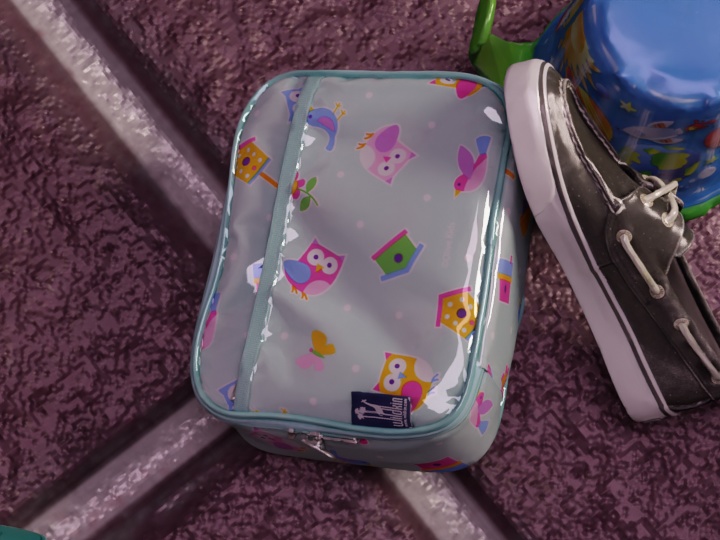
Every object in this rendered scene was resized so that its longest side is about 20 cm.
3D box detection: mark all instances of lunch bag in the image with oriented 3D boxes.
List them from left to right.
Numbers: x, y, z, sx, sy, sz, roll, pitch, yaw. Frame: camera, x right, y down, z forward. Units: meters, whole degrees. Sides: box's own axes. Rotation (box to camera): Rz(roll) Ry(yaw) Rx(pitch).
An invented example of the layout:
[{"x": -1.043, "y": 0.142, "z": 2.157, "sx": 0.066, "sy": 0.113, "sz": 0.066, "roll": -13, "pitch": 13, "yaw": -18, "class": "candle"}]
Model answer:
[{"x": 0.000, "y": 0.000, "z": 0.991, "sx": 0.160, "sy": 0.077, "sz": 0.201, "roll": 5, "pitch": 72, "yaw": 18, "class": "lunch bag"}]

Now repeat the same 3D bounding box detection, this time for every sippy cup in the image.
[{"x": 0.155, "y": -0.106, "z": 1.010, "sx": 0.177, "sy": 0.130, "sz": 0.140, "roll": -23, "pitch": 76, "yaw": -7, "class": "sippy cup"}]

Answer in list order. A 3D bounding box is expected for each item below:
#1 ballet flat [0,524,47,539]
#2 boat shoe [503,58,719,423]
[{"x": -0.248, "y": 0.143, "z": 0.968, "sx": 0.199, "sy": 0.072, "sz": 0.072, "roll": 13, "pitch": 74, "yaw": 3, "class": "ballet flat"}, {"x": 0.132, "y": -0.020, "z": 0.976, "sx": 0.063, "sy": 0.071, "sz": 0.201, "roll": -18, "pitch": 113, "yaw": 23, "class": "boat shoe"}]
